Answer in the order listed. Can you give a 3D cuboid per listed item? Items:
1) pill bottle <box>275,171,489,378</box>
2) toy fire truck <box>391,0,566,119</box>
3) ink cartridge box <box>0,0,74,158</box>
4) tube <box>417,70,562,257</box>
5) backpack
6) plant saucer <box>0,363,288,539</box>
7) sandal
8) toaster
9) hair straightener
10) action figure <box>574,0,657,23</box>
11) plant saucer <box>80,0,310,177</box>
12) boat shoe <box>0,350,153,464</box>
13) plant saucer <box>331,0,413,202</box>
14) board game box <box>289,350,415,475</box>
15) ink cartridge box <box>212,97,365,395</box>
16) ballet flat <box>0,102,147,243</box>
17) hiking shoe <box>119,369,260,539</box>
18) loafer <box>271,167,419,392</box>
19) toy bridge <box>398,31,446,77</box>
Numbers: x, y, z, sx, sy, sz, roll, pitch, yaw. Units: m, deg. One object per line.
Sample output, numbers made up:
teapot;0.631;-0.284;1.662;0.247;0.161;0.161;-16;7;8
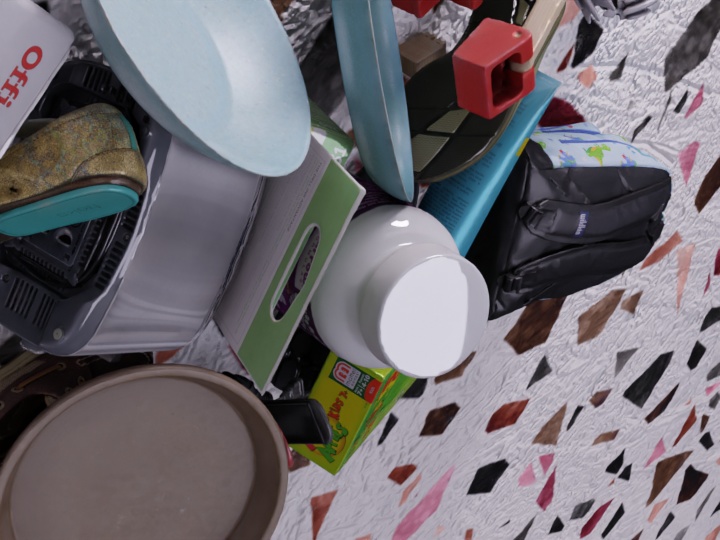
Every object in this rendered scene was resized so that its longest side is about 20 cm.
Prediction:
pill bottle;0.000;0.000;1.009;0.112;0.200;0.113;-10;111;-27
toy fire truck;0.095;-0.203;1.010;0.200;0.141;0.049;-47;148;-24
ink cartridge box;-0.258;-0.111;0.715;0.145;0.084;0.200;-55;147;2
tube;0.083;-0.070;1.151;0.050;0.077;0.201;15;107;-47
backpack;0.180;-0.055;1.290;0.199;0.154;0.164;-4;121;-24
plant saucer;-0.143;0.146;0.963;0.199;0.029;0.201;-11;118;-21
sandal;0.091;-0.138;1.097;0.201;0.080;0.057;-52;163;-20
toaster;-0.140;-0.040;0.907;0.129;0.113;0.201;13;101;-59
hair straightener;-0.072;0.111;1.090;0.077;0.200;0.041;-27;96;-28
action figure;0.196;-0.258;1.145;0.200;0.069;0.131;-25;104;-56
plant saucer;-0.102;-0.134;0.831;0.039;0.202;0.201;-27;156;24
boat shoe;-0.209;0.093;0.976;0.200;0.072;0.072;-18;133;-43
plant saucer;0.006;-0.142;0.968;0.027;0.201;0.200;-9;142;6
board game box;0.018;0.070;1.191;0.200;0.047;0.102;-43;161;-58
ink cartridge box;-0.051;-0.026;0.952;0.048;0.200;0.146;16;109;-34
ballet flat;-0.211;-0.043;0.828;0.199;0.071;0.071;-18;150;15
hiking shoe;-0.151;0.141;1.024;0.199;0.076;0.101;-25;103;4
loafer;-0.018;0.002;1.154;0.201;0.068;0.070;-61;-177;1
toy bridge;0.058;-0.102;1.177;0.067;0.027;0.201;-35;142;-29
